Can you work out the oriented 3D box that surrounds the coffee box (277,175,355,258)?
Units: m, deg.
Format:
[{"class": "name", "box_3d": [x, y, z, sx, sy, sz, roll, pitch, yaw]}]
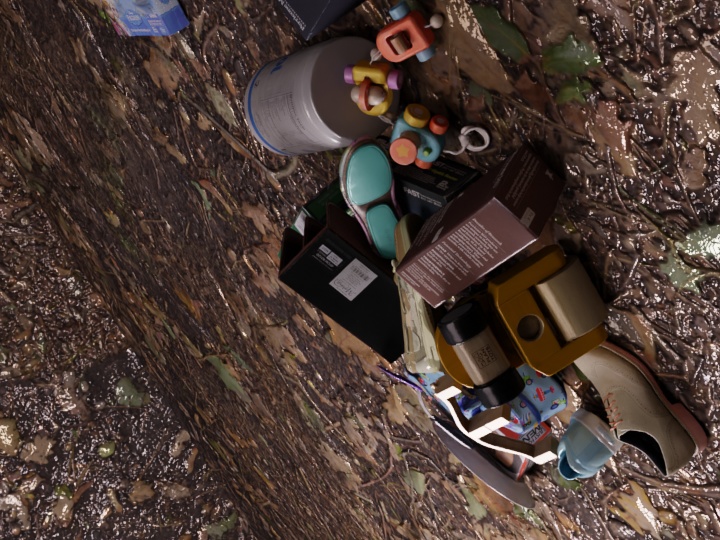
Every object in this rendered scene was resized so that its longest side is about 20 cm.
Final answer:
[{"class": "coffee box", "box_3d": [-0.050, -0.074, 1.715, 0.044, 0.123, 0.200, 47, 158, 6]}]

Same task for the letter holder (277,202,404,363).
[{"class": "letter holder", "box_3d": [0.000, 0.000, 1.579, 0.200, 0.101, 0.142, 38, -157, -20]}]

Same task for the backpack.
[{"class": "backpack", "box_3d": [0.172, 0.144, 1.592, 0.200, 0.135, 0.183, 43, 168, 5]}]

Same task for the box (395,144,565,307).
[{"class": "box", "box_3d": [0.134, -0.047, 1.358, 0.075, 0.100, 0.200, 42, 139, -11]}]

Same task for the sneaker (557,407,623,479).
[{"class": "sneaker", "box_3d": [0.280, 0.228, 1.531, 0.074, 0.082, 0.200, 47, 178, 13]}]

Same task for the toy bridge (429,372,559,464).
[{"class": "toy bridge", "box_3d": [0.161, 0.191, 1.510, 0.199, 0.027, 0.067, 35, 134, -25]}]

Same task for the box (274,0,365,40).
[{"class": "box", "box_3d": [-0.060, -0.390, 1.298, 0.200, 0.104, 0.182, 52, 156, 0]}]

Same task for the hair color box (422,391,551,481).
[{"class": "hair color box", "box_3d": [0.184, 0.207, 1.765, 0.200, 0.061, 0.102, 41, 155, 22]}]

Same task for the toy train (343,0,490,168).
[{"class": "toy train", "box_3d": [0.056, -0.198, 1.364, 0.149, 0.056, 0.201, -14, 118, 38]}]

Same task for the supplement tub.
[{"class": "supplement tub", "box_3d": [-0.052, -0.216, 1.502, 0.132, 0.132, 0.200, 59, 155, -16]}]

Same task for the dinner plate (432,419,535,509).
[{"class": "dinner plate", "box_3d": [0.193, 0.287, 1.814, 0.200, 0.024, 0.200, 38, -171, -7]}]

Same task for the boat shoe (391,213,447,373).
[{"class": "boat shoe", "box_3d": [0.067, 0.031, 1.480, 0.063, 0.073, 0.202, -7, 105, 30]}]

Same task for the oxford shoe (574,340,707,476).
[{"class": "oxford shoe", "box_3d": [0.319, 0.159, 1.427, 0.200, 0.074, 0.071, 43, 155, 20]}]

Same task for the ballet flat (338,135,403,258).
[{"class": "ballet flat", "box_3d": [0.012, -0.099, 1.472, 0.201, 0.069, 0.071, 67, 179, -45]}]

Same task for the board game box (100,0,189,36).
[{"class": "board game box", "box_3d": [-0.366, -0.460, 1.840, 0.199, 0.043, 0.200, 15, 136, 55]}]

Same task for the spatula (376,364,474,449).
[{"class": "spatula", "box_3d": [0.092, 0.186, 1.617, 0.200, 0.021, 0.056, 47, 171, -27]}]

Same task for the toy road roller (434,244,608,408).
[{"class": "toy road roller", "box_3d": [0.183, 0.060, 1.429, 0.123, 0.199, 0.146, 59, 180, -10]}]

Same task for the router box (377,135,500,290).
[{"class": "router box", "box_3d": [0.082, -0.077, 1.540, 0.199, 0.062, 0.151, 26, 145, 45]}]
